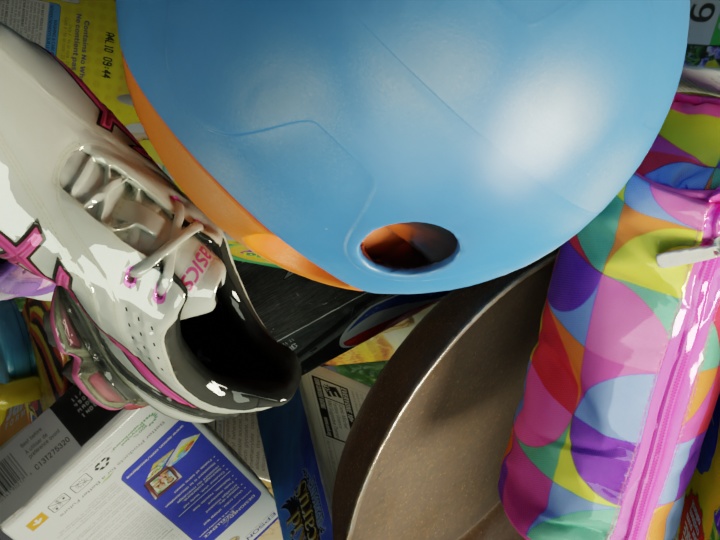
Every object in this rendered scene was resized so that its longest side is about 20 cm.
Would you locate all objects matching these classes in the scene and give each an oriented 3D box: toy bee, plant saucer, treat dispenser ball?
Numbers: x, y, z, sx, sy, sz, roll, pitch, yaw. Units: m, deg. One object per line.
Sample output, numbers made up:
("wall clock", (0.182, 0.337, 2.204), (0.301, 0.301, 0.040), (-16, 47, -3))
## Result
("toy bee", (-0.130, 0.057, 1.082), (0.130, 0.110, 0.200), (-18, 171, 2))
("plant saucer", (0.054, 0.068, 0.991), (0.034, 0.200, 0.201), (35, 166, 30))
("treat dispenser ball", (0.015, -0.093, 0.788), (0.199, 0.202, 0.201), (-1, 150, 0))

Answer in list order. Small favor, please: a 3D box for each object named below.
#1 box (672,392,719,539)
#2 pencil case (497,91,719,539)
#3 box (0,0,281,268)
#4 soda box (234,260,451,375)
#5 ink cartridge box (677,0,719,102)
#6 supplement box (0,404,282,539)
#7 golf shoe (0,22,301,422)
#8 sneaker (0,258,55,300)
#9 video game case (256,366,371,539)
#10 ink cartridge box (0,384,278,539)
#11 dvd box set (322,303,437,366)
("box", (0.197, 0.077, 1.017), (0.121, 0.200, 0.194), (3, 120, -7))
("pencil case", (0.112, 0.024, 0.916), (0.088, 0.089, 0.201), (4, 126, -9))
("box", (-0.068, -0.069, 0.906), (0.198, 0.118, 0.048), (10, 160, -17))
("soda box", (-0.001, -0.013, 0.979), (0.199, 0.071, 0.063), (-28, 162, 11))
("ink cartridge box", (0.164, -0.084, 0.933), (0.109, 0.051, 0.199), (27, 170, -39))
("supplement box", (-0.086, 0.107, 1.249), (0.199, 0.074, 0.126), (19, 143, -30))
("golf shoe", (-0.088, -0.019, 0.799), (0.092, 0.073, 0.200), (6, 147, 35))
("sneaker", (-0.200, -0.039, 0.928), (0.199, 0.088, 0.081), (21, 107, 5))
("video game case", (0.046, 0.147, 1.124), (0.180, 0.201, 0.046), (22, 118, -25))
("ink cartridge box", (-0.103, 0.107, 1.065), (0.095, 0.037, 0.200), (-42, 152, -4))
("dvd box set", (0.000, 0.000, 1.113), (0.198, 0.030, 0.147), (-6, 149, 8))
